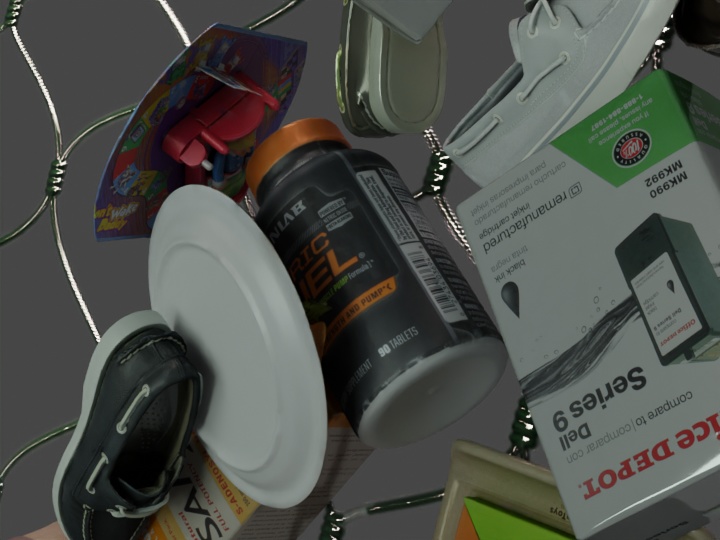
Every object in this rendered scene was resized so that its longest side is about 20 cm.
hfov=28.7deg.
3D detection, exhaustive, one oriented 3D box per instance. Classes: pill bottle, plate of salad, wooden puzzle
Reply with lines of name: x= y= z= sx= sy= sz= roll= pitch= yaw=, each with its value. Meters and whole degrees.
pill bottle: x=0.000 y=0.000 z=0.870 sx=0.106 sy=0.105 sz=0.201 roll=-47 pitch=58 yaw=27
plate of salad: x=-0.071 y=0.044 z=0.851 sx=0.199 sy=0.048 sz=0.203 roll=32 pitch=132 yaw=45
wooden puzzle: x=0.100 y=0.217 z=0.807 sx=0.183 sy=0.037 sz=0.203 roll=15 pitch=96 yaw=40

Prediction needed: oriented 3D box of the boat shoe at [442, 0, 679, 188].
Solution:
boat shoe: x=0.112 y=-0.119 z=0.779 sx=0.068 sy=0.072 sz=0.200 roll=32 pitch=137 yaw=-5

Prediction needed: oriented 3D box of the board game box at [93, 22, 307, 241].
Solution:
board game box: x=-0.088 y=-0.075 z=0.905 sx=0.039 sy=0.200 sz=0.159 roll=37 pitch=106 yaw=16

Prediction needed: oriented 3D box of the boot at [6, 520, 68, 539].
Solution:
boot: x=-0.211 y=0.204 z=1.006 sx=0.200 sy=0.145 sz=0.071 roll=46 pitch=115 yaw=34

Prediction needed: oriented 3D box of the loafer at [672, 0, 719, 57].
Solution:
loafer: x=0.200 y=-0.151 z=0.686 sx=0.200 sy=0.070 sz=0.074 roll=170 pitch=106 yaw=-75

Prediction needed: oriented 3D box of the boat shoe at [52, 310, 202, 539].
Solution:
boat shoe: x=-0.146 y=0.120 z=0.887 sx=0.060 sy=0.075 sz=0.202 roll=44 pitch=138 yaw=33

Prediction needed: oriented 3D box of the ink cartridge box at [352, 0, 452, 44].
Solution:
ink cartridge box: x=0.003 y=-0.241 z=0.770 sx=0.147 sy=0.086 sz=0.200 roll=-50 pitch=49 yaw=11

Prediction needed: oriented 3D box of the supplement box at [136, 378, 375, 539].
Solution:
supplement box: x=-0.079 y=0.115 z=0.948 sx=0.201 sy=0.073 sz=0.127 roll=-52 pitch=56 yaw=25

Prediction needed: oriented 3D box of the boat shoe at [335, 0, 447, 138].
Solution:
boat shoe: x=0.023 y=-0.183 z=0.889 sx=0.060 sy=0.071 sz=0.205 roll=-5 pitch=74 yaw=53

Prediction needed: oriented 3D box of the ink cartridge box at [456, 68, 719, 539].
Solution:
ink cartridge box: x=0.154 y=0.023 z=0.734 sx=0.145 sy=0.084 sz=0.202 roll=-34 pitch=60 yaw=29
